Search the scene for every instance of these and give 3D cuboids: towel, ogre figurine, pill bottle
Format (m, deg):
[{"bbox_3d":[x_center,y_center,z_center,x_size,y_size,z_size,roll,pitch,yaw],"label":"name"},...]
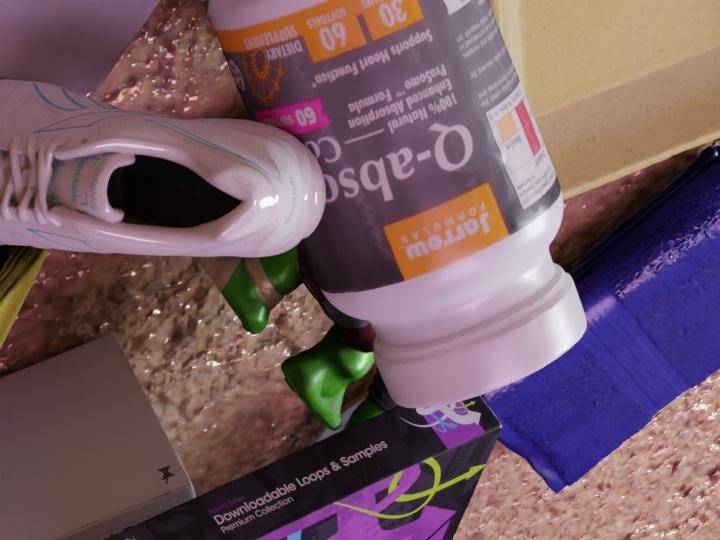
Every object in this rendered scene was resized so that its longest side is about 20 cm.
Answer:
[{"bbox_3d":[-0.171,0.045,1.188,0.018,0.200,0.086,28,105,-2],"label":"towel"},{"bbox_3d":[0.000,0.000,1.357,0.120,0.098,0.200,-35,105,3],"label":"ogre figurine"},{"bbox_3d":[0.147,0.025,1.526,0.200,0.050,0.148,-37,147,5],"label":"towel"},{"bbox_3d":[0.021,-0.050,1.246,0.116,0.116,0.201,-25,103,-9],"label":"pill bottle"}]

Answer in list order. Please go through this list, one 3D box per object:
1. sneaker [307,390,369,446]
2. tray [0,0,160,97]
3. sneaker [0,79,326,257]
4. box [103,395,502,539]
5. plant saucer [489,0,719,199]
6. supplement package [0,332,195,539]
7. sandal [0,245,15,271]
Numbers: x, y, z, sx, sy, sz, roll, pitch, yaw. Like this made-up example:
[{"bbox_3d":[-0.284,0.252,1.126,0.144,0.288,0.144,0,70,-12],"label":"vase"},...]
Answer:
[{"bbox_3d":[0.007,0.161,1.516,0.070,0.109,0.201,-9,136,-37],"label":"sneaker"},{"bbox_3d":[-0.107,-0.162,1.191,0.107,0.022,0.200,15,121,-42],"label":"tray"},{"bbox_3d":[-0.119,-0.042,1.186,0.080,0.199,0.071,-15,108,-74],"label":"sneaker"},{"bbox_3d":[-0.038,0.135,1.278,0.199,0.036,0.143,-21,150,-30],"label":"box"},{"bbox_3d":[0.143,-0.140,1.351,0.199,0.049,0.200,-21,139,-12],"label":"plant saucer"},{"bbox_3d":[-0.136,0.149,1.416,0.113,0.110,0.201,-21,139,-12],"label":"supplement package"},{"bbox_3d":[-0.195,0.022,1.290,0.075,0.045,0.201,-2,120,-58],"label":"sandal"}]
